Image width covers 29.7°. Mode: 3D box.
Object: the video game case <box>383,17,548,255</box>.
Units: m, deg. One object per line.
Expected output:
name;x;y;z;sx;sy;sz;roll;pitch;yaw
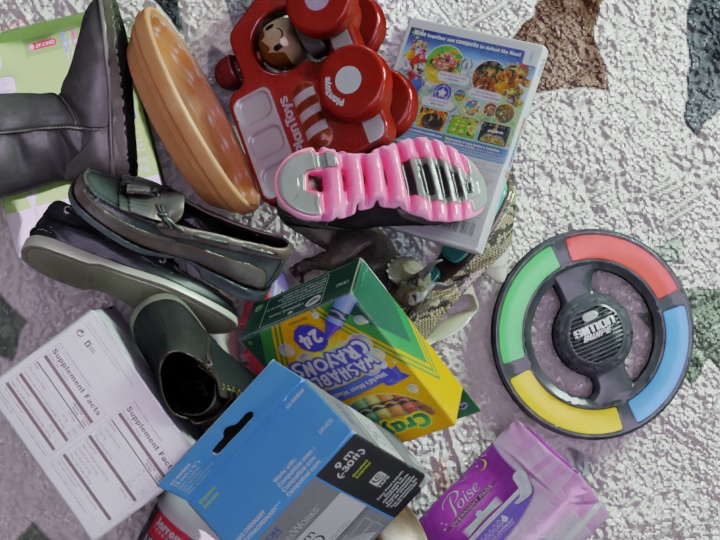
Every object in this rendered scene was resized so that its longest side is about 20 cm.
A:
video game case;0.080;-0.128;1.273;0.142;0.018;0.202;16;84;25

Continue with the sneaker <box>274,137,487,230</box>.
sneaker;0.014;-0.067;1.220;0.197;0.095;0.080;1;71;-14

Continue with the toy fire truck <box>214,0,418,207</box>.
toy fire truck;-0.051;-0.179;1.257;0.166;0.112;0.202;-25;78;14

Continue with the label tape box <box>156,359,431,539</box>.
label tape box;-0.050;0.177;1.130;0.144;0.200;0.063;-47;50;5

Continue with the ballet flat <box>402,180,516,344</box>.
ballet flat;0.092;0.008;1.290;0.075;0.068;0.200;41;92;-23

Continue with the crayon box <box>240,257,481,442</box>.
crayon box;0.003;0.094;1.211;0.125;0.052;0.200;-23;121;30

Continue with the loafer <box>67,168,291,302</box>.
loafer;-0.151;-0.044;1.166;0.198;0.072;0.063;27;122;-24

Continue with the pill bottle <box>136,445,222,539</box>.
pill bottle;-0.151;0.264;1.225;0.110;0.111;0.202;29;92;-3

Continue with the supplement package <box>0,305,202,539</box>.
supplement package;-0.223;0.126;1.187;0.110;0.200;0.157;-36;93;-4

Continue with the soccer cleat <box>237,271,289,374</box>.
soccer cleat;-0.070;0.088;1.275;0.075;0.067;0.203;-3;87;-25

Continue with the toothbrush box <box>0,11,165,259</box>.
toothbrush box;-0.265;-0.123;1.249;0.144;0.086;0.203;-15;89;-5

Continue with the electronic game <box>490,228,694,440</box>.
electronic game;0.222;0.061;1.302;0.197;0.042;0.203;0;88;-4

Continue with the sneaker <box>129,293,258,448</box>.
sneaker;-0.122;0.118;1.155;0.075;0.106;0.200;-39;119;4

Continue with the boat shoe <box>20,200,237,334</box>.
boat shoe;-0.194;-0.005;1.194;0.197;0.075;0.067;20;59;-10

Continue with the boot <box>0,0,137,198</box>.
boot;-0.298;-0.146;1.177;0.197;0.073;0.185;-3;87;1

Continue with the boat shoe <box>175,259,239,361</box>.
boat shoe;-0.160;0.056;1.262;0.068;0.072;0.203;-7;99;16

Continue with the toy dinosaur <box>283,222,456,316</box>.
toy dinosaur;0.000;0.000;1.262;0.102;0.077;0.200;-40;49;-7

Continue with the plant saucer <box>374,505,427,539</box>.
plant saucer;-0.029;0.284;1.226;0.198;0.037;0.203;-9;71;27

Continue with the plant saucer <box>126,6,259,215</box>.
plant saucer;-0.152;-0.136;1.204;0.037;0.200;0.202;-28;91;5

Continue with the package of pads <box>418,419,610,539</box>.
package of pads;0.119;0.247;1.248;0.200;0.120;0.076;-45;133;-4
